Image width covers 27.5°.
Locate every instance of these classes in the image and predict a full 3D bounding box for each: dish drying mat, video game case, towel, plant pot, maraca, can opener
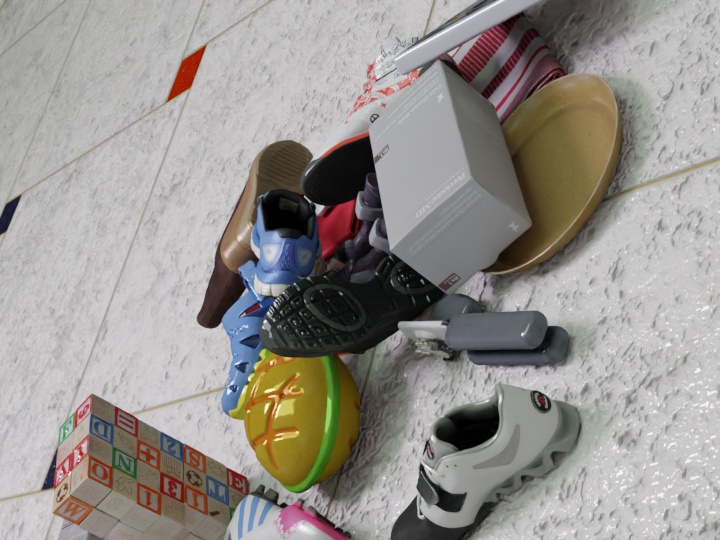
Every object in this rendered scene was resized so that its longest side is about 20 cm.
[{"bbox_3d":[-0.063,-0.020,1.645,0.200,0.018,0.077,-36,35,41],"label":"dish drying mat"},{"bbox_3d":[0.148,-0.261,1.397,0.199,0.023,0.182,-22,13,43],"label":"video game case"},{"bbox_3d":[0.127,-0.188,1.478,0.144,0.023,0.201,-50,28,18],"label":"towel"},{"bbox_3d":[0.163,-0.082,1.305,0.200,0.027,0.201,-40,34,34],"label":"plant pot"},{"bbox_3d":[-0.060,0.119,1.394,0.138,0.106,0.201,-58,31,29],"label":"maraca"},{"bbox_3d":[0.102,0.048,1.254,0.199,0.052,0.067,1,63,60],"label":"can opener"}]

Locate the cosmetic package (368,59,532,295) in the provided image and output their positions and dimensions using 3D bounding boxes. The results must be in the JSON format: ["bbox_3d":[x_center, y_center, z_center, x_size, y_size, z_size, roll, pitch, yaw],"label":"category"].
[{"bbox_3d":[0.077,-0.087,1.335,0.107,0.090,0.201,-42,29,22],"label":"cosmetic package"}]

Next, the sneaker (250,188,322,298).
[{"bbox_3d":[-0.070,-0.044,1.492,0.200,0.078,0.090,-105,22,-68],"label":"sneaker"}]

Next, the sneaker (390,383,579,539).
[{"bbox_3d":[0.074,0.153,1.163,0.200,0.088,0.074,-47,31,27],"label":"sneaker"}]

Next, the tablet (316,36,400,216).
[{"bbox_3d":[-0.003,-0.164,1.649,0.201,0.014,0.130,-58,16,15],"label":"tablet"}]

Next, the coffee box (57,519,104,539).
[{"bbox_3d":[-0.259,0.306,1.557,0.079,0.114,0.201,-29,39,45],"label":"coffee box"}]

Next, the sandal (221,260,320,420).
[{"bbox_3d":[-0.108,0.065,1.545,0.080,0.086,0.201,80,-153,-56],"label":"sandal"}]

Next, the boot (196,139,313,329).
[{"bbox_3d":[-0.126,-0.045,1.687,0.167,0.072,0.201,-57,6,40],"label":"boot"}]

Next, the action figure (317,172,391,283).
[{"bbox_3d":[0.000,0.000,1.464,0.200,0.069,0.131,124,150,-42],"label":"action figure"}]

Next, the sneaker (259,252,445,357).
[{"bbox_3d":[-0.010,0.047,1.341,0.076,0.199,0.091,59,141,21],"label":"sneaker"}]

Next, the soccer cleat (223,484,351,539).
[{"bbox_3d":[-0.071,0.252,1.331,0.087,0.070,0.200,-57,18,-14],"label":"soccer cleat"}]

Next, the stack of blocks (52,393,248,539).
[{"bbox_3d":[-0.201,0.220,1.444,0.059,0.199,0.116,-44,31,24],"label":"stack of blocks"}]

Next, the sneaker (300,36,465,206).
[{"bbox_3d":[0.015,-0.156,1.507,0.201,0.067,0.108,-40,33,11],"label":"sneaker"}]
